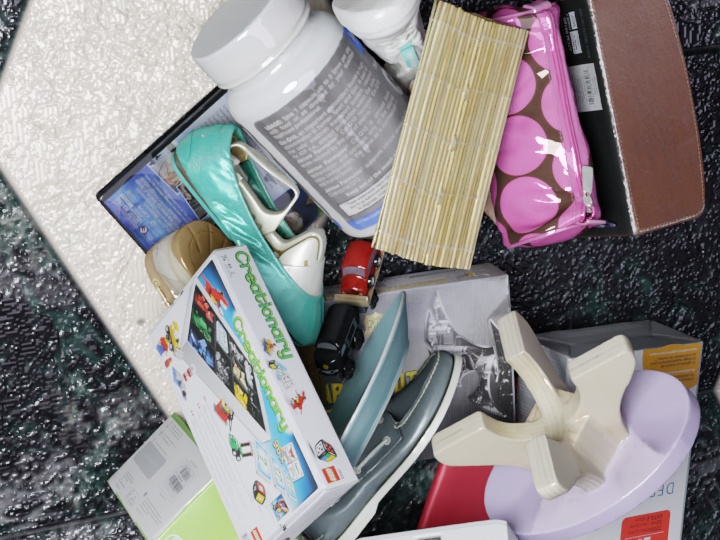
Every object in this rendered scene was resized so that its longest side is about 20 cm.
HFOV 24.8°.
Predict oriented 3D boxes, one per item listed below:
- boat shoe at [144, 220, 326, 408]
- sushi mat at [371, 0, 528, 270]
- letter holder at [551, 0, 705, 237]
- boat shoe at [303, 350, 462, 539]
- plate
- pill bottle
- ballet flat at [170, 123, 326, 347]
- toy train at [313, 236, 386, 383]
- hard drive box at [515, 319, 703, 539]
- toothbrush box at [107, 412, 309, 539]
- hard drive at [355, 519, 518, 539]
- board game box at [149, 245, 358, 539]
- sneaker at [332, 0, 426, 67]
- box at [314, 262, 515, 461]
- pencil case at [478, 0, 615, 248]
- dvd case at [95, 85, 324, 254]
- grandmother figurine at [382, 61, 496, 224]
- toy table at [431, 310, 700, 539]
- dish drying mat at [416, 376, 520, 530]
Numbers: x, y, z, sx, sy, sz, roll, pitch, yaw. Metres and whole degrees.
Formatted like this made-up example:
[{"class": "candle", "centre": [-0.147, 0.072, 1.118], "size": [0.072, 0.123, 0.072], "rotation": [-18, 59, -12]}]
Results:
[{"class": "boat shoe", "centre": [-0.102, 0.048, 1.326], "size": [0.200, 0.069, 0.074], "rotation": [57, 46, -17]}, {"class": "sushi mat", "centre": [0.070, -0.102, 1.267], "size": [0.096, 0.012, 0.200], "rotation": [14, 90, -37]}, {"class": "letter holder", "centre": [0.240, -0.141, 1.391], "size": [0.142, 0.101, 0.200], "rotation": [-15, 97, -27]}, {"class": "boat shoe", "centre": [0.011, 0.142, 1.354], "size": [0.062, 0.073, 0.200], "rotation": [34, 97, -8]}, {"class": "plate", "centre": [-0.002, 0.109, 1.273], "size": [0.026, 0.200, 0.200], "rotation": [26, 93, -4]}, {"class": "pill bottle", "centre": [-0.032, -0.130, 1.279], "size": [0.114, 0.114, 0.200], "rotation": [-47, 116, -5]}, {"class": "ballet flat", "centre": [-0.069, -0.030, 1.284], "size": [0.070, 0.067, 0.200], "rotation": [-28, 103, 22]}, {"class": "toy train", "centre": [0.000, 0.000, 1.340], "size": [0.046, 0.034, 0.200], "rotation": [65, 36, -50]}, {"class": "hard drive box", "centre": [0.221, 0.156, 1.489], "size": [0.156, 0.077, 0.200], "rotation": [-6, 107, -30]}, {"class": "toothbrush box", "centre": [-0.098, 0.229, 1.350], "size": [0.086, 0.146, 0.200], "rotation": [-44, 115, -6]}, {"class": "hard drive", "centre": [0.083, 0.262, 1.407], "size": [0.132, 0.027, 0.200], "rotation": [-10, 152, 13]}, {"class": "board game box", "centre": [-0.084, 0.099, 1.212], "size": [0.035, 0.126, 0.200], "rotation": [-10, 65, -38]}, {"class": "sneaker", "centre": [0.026, -0.192, 1.256], "size": [0.075, 0.200, 0.089], "rotation": [-26, 107, 4]}, {"class": "box", "centre": [0.032, 0.086, 1.409], "size": [0.200, 0.048, 0.159], "rotation": [-7, 107, -15]}, {"class": "pencil case", "centre": [0.143, -0.121, 1.333], "size": [0.091, 0.094, 0.200], "rotation": [-13, 89, -27]}, {"class": "dvd case", "centre": [-0.098, -0.076, 1.340], "size": [0.200, 0.018, 0.143], "rotation": [-43, 115, -6]}, {"class": "grandmother figurine", "centre": [0.090, -0.115, 1.386], "size": [0.200, 0.061, 0.121], "rotation": [42, 73, -28]}, {"class": "toy table", "centre": [0.161, 0.131, 1.323], "size": [0.200, 0.184, 0.117], "rotation": [-40, 128, 13]}, {"class": "dish drying mat", "centre": [0.102, 0.188, 1.493], "size": [0.077, 0.018, 0.200], "rotation": [15, 98, -26]}]
